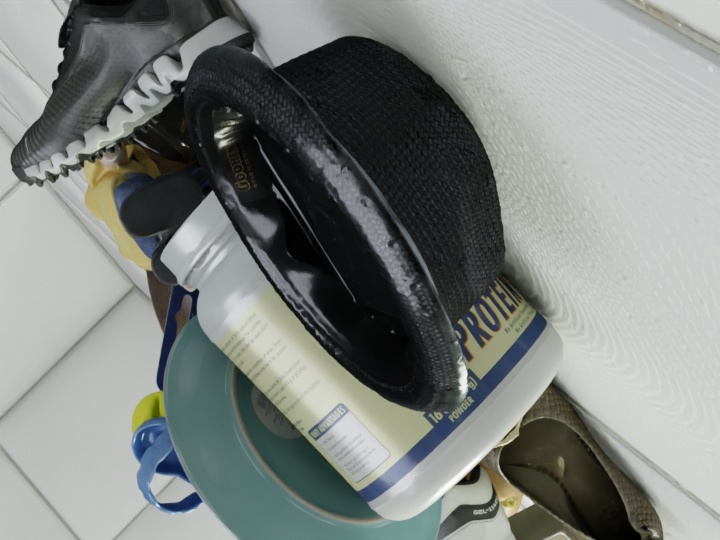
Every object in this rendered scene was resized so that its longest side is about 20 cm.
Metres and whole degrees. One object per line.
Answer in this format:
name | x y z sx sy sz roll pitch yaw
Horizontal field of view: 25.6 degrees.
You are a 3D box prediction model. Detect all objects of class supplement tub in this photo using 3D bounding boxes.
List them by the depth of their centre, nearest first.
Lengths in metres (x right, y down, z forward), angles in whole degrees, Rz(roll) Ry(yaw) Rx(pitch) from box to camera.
supplement tub | 0.000 0.023 0.886 0.200 0.145 0.145 45 171 1

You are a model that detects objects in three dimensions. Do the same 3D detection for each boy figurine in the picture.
boy figurine | -0.150 -0.042 1.117 0.125 0.064 0.200 59 171 -19

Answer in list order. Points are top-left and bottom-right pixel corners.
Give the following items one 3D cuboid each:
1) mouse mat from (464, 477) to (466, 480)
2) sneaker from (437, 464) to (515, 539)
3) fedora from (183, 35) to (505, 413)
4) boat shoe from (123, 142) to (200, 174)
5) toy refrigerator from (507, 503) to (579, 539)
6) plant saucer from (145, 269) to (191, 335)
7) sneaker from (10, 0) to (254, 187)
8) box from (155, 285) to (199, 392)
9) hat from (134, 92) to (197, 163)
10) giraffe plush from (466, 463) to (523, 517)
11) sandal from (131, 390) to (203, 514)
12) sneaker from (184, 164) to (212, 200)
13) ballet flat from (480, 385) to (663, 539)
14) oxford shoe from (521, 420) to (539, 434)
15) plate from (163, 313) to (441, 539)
mouse mat | 0.014 0.123 1.124 0.160 0.008 0.201 8 130 50
sneaker | 0.028 0.158 1.084 0.199 0.075 0.089 0 112 47
fedora | 0.007 -0.035 0.739 0.201 0.091 0.201 45 160 20
boat shoe | -0.152 -0.113 1.265 0.200 0.071 0.065 47 -150 -66
toy refrigerator | 0.127 0.222 1.159 0.076 0.070 0.200 45 139 -4
plant saucer | -0.113 0.017 1.370 0.200 0.032 0.202 39 -138 -46
sneaker | -0.155 -0.125 0.964 0.199 0.066 0.091 -30 93 35
box | -0.059 0.064 1.206 0.199 0.122 0.032 24 152 -33
hat | -0.140 -0.129 1.055 0.201 0.081 0.201 45 172 8
giraffe plush | 0.066 0.185 1.319 0.161 0.174 0.200 24 149 -15
sandal | -0.077 0.126 1.100 0.087 0.198 0.080 -70 -38 -55
sneaker | -0.111 -0.039 1.221 0.077 0.076 0.199 39 154 -21
ballet flat | 0.130 0.132 1.007 0.200 0.067 0.046 45 -169 -26
oxford shoe | 0.060 0.064 1.019 0.200 0.073 0.071 50 170 -25
plate | -0.025 0.094 0.937 0.199 0.026 0.202 26 -139 -25
